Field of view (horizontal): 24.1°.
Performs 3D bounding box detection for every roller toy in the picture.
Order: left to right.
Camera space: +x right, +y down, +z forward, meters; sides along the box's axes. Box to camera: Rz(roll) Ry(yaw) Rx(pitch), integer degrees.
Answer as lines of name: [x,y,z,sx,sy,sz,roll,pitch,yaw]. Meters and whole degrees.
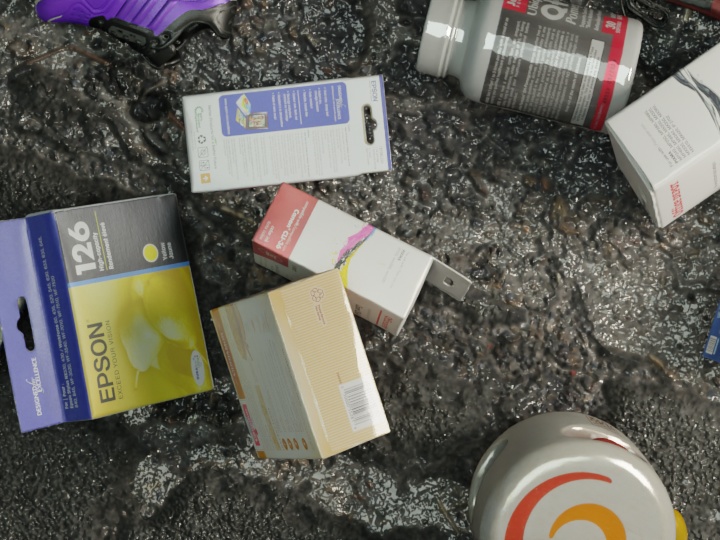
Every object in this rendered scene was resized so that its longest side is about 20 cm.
roller toy: [0.197,0.230,1.578,0.199,0.140,0.184,-22,101,2]

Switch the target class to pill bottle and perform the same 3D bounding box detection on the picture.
pill bottle: [0.157,-0.203,1.581,0.198,0.111,0.112,14,93,3]

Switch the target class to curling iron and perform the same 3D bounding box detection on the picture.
curling iron: [0.344,-0.239,1.613,0.198,0.026,0.050,9,113,-1]

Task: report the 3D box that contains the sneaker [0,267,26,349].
sneaker: [-0.368,0.037,1.648,0.076,0.112,0.200,29,128,-11]

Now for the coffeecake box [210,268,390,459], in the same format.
coffeecake box: [-0.060,0.090,1.556,0.073,0.200,0.155,-19,91,-21]

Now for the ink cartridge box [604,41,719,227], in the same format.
ink cartridge box: [0.331,-0.141,1.548,0.199,0.145,0.085,-34,72,4]

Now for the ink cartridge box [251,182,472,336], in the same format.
ink cartridge box: [0.000,0.000,1.590,0.199,0.117,0.068,27,81,3]

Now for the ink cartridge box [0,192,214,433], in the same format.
ink cartridge box: [-0.243,0.036,1.588,0.047,0.199,0.199,-9,93,46]

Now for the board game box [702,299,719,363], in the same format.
board game box: [0.413,0.005,1.584,0.135,0.034,0.201,15,93,-22]

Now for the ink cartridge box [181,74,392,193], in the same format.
ink cartridge box: [-0.071,-0.132,1.636,0.198,0.037,0.096,-6,91,6]

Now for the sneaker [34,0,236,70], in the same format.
sneaker: [-0.215,-0.241,1.625,0.198,0.070,0.100,-7,94,4]
